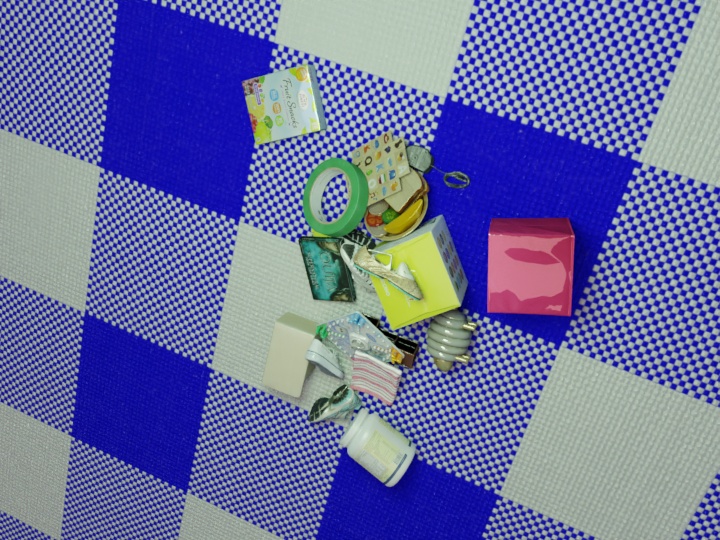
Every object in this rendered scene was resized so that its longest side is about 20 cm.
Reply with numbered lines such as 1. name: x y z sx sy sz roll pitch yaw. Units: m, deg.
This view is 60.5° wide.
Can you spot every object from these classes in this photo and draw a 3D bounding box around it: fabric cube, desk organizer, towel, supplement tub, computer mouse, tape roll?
1. fabric cube: 0.415 -0.017 1.523 0.193 0.200 0.202 0 106 14
2. desk organizer: 0.069 0.195 1.742 0.195 0.073 0.078 21 147 10
3. towel: 0.041 0.312 1.773 0.143 0.030 0.202 21 144 10
4. supplement tub: 0.049 0.518 1.820 0.198 0.145 0.146 37 113 4
5. computer mouse: 0.194 -0.268 1.611 0.196 0.034 0.060 29 95 2
6. tape roll: -0.068 -0.194 1.648 0.196 0.048 0.207 -6 79 37

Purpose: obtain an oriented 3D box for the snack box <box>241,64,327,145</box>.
1. snack box: -0.203 -0.443 1.657 0.194 0.068 0.173 -9 102 17

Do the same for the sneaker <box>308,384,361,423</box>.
1. sneaker: -0.079 0.426 1.871 0.198 0.079 0.086 -33 118 33

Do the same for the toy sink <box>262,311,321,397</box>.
1. toy sink: -0.198 0.248 1.836 0.127 0.112 0.205 17 105 11

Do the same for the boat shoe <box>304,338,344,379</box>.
1. boat shoe: -0.090 0.259 1.790 0.072 0.200 0.068 12 70 26

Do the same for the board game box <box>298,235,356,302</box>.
1. board game box: -0.091 -0.002 1.733 0.132 0.028 0.204 3 125 23

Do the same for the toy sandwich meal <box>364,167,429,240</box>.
1. toy sandwich meal: 0.089 -0.175 1.597 0.200 0.070 0.210 -14 58 22

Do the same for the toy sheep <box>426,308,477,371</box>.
1. toy sheep: 0.243 0.174 1.672 0.134 0.138 0.206 13 95 12

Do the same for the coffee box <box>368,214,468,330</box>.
1. coffee box: 0.149 0.004 1.609 0.196 0.198 0.204 -21 99 21

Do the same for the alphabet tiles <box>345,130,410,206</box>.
1. alphabet tiles: 0.040 -0.262 1.613 0.197 0.006 0.171 -22 68 33

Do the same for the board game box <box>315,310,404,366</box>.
1. board game box: -0.006 0.204 1.722 0.200 0.026 0.198 44 142 -21

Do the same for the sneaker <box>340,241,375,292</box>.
1. sneaker: 0.000 0.000 1.688 0.080 0.076 0.200 -8 138 41

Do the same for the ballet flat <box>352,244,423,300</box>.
1. ballet flat: 0.074 0.000 1.492 0.196 0.070 0.067 28 98 6

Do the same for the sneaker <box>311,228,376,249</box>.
1. sneaker: -0.047 -0.072 1.726 0.195 0.074 0.083 18 127 13
